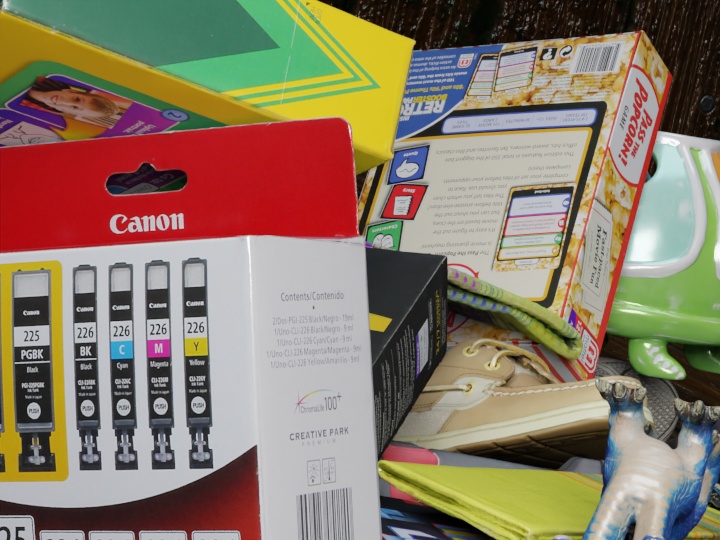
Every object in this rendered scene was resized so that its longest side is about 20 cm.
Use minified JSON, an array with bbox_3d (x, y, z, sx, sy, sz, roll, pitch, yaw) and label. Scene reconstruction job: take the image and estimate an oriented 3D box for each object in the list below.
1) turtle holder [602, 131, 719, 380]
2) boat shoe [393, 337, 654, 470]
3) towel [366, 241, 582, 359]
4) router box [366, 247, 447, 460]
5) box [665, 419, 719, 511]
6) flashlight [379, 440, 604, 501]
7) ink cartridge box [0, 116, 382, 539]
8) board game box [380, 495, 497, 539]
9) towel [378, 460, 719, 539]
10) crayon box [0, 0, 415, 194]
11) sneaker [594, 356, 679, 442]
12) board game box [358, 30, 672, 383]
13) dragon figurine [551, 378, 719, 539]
[{"bbox_3d":[0.140,-0.017,1.509,0.141,0.132,0.185,4,7,-45],"label":"turtle holder"},{"bbox_3d":[0.059,0.067,1.330,0.200,0.067,0.074,-12,-22,40],"label":"boat shoe"},{"bbox_3d":[0.000,0.000,1.330,0.200,0.023,0.144,17,-4,38],"label":"towel"},{"bbox_3d":[-0.076,0.035,1.175,0.200,0.052,0.157,7,25,16],"label":"router box"},{"bbox_3d":[0.228,0.108,1.388,0.143,0.036,0.200,10,-21,-21],"label":"box"},{"bbox_3d":[0.054,0.119,1.254,0.200,0.068,0.068,14,42,-31],"label":"flashlight"},{"bbox_3d":[-0.099,0.034,1.000,0.200,0.176,0.084,-4,-2,31],"label":"ink cartridge box"},{"bbox_3d":[0.040,0.143,1.078,0.165,0.057,0.200,9,9,-19],"label":"board game box"},{"bbox_3d":[0.097,0.107,1.169,0.086,0.018,0.200,21,7,38],"label":"towel"},{"bbox_3d":[-0.105,-0.072,1.081,0.172,0.058,0.200,19,-21,-28],"label":"crayon box"},{"bbox_3d":[0.114,0.088,1.462,0.082,0.078,0.200,-7,1,43],"label":"sneaker"},{"bbox_3d":[0.071,-0.032,1.435,0.151,0.200,0.046,-2,-34,33],"label":"board game box"},{"bbox_3d":[0.111,0.104,1.054,0.059,0.100,0.200,14,-11,14],"label":"dragon figurine"}]
